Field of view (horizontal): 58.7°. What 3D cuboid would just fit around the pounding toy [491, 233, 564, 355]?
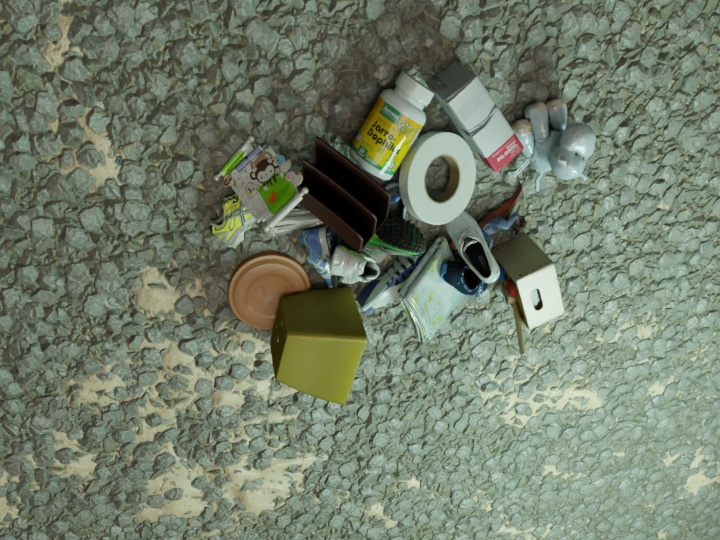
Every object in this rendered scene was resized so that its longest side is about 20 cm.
[{"bbox_3d":[0.404,0.058,1.579,0.139,0.185,0.203,-23,122,0],"label":"pounding toy"}]

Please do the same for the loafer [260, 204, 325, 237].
[{"bbox_3d":[-0.125,-0.125,1.410,0.195,0.070,0.072,-11,85,-13],"label":"loafer"}]

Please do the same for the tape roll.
[{"bbox_3d":[0.173,-0.205,1.421,0.199,0.037,0.208,-11,109,-32],"label":"tape roll"}]

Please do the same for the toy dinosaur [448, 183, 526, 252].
[{"bbox_3d":[0.301,-0.102,1.552,0.176,0.105,0.206,-1,86,-3],"label":"toy dinosaur"}]

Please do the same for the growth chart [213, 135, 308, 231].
[{"bbox_3d":[-0.203,-0.183,1.318,0.145,0.200,0.018,-49,159,12],"label":"growth chart"}]

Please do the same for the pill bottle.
[{"bbox_3d":[0.068,-0.303,1.338,0.111,0.113,0.202,25,110,-25],"label":"pill bottle"}]

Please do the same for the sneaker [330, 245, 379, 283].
[{"bbox_3d":[0.000,0.000,1.447,0.097,0.200,0.080,17,91,16],"label":"sneaker"}]

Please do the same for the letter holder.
[{"bbox_3d":[-0.044,-0.156,1.308,0.199,0.142,0.101,38,76,8],"label":"letter holder"}]

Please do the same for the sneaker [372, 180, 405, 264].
[{"bbox_3d":[0.057,-0.099,1.463,0.075,0.086,0.204,7,117,-17],"label":"sneaker"}]

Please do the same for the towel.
[{"bbox_3d":[0.175,0.049,1.535,0.201,0.047,0.173,-52,137,-27],"label":"towel"}]

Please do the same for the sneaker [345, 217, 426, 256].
[{"bbox_3d":[0.053,-0.069,1.405,0.196,0.079,0.086,15,149,21],"label":"sneaker"}]

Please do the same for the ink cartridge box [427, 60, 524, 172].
[{"bbox_3d":[0.241,-0.326,1.349,0.083,0.146,0.200,-38,120,10],"label":"ink cartridge box"}]

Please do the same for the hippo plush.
[{"bbox_3d":[0.423,-0.272,1.409,0.157,0.161,0.203,22,107,-23],"label":"hippo plush"}]

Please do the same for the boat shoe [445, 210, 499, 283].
[{"bbox_3d":[0.255,-0.064,1.476,0.073,0.202,0.065,-39,162,14],"label":"boat shoe"}]

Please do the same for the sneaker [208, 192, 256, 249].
[{"bbox_3d":[-0.251,-0.139,1.370,0.076,0.076,0.201,30,106,-27],"label":"sneaker"}]

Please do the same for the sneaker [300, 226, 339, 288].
[{"bbox_3d":[-0.085,-0.033,1.461,0.075,0.077,0.202,2,142,10],"label":"sneaker"}]

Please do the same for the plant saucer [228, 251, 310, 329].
[{"bbox_3d":[-0.213,0.054,1.511,0.195,0.032,0.205,-6,119,-11],"label":"plant saucer"}]

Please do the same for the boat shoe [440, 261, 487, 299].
[{"bbox_3d":[0.266,0.028,1.550,0.198,0.067,0.087,7,92,-52],"label":"boat shoe"}]

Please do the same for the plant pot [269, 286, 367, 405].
[{"bbox_3d":[-0.110,0.165,1.487,0.172,0.202,0.204,8,121,-20],"label":"plant pot"}]

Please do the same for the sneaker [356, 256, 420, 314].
[{"bbox_3d":[0.094,0.052,1.558,0.199,0.081,0.115,-41,118,8],"label":"sneaker"}]
